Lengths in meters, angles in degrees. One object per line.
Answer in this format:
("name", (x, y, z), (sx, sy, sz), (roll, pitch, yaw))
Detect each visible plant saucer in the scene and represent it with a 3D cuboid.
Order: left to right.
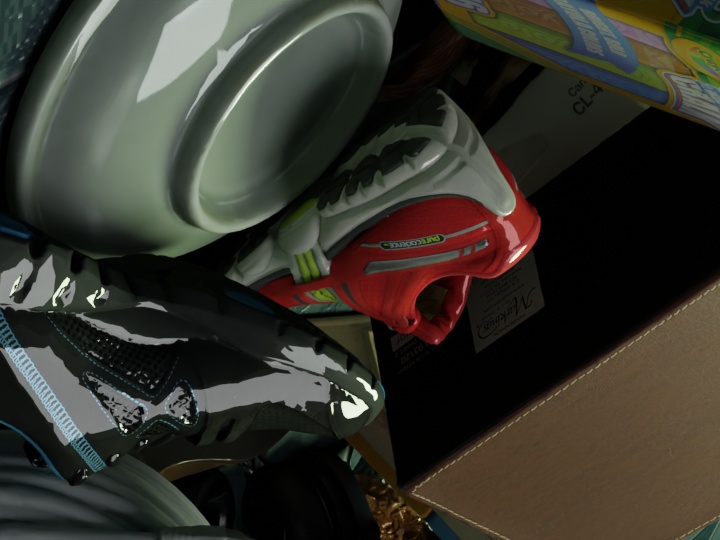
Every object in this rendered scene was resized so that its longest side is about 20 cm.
("plant saucer", (-0.041, -0.069, 0.812), (0.200, 0.050, 0.200), (-41, 158, -20))

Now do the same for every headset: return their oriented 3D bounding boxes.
("headset", (-0.052, 0.128, 0.985), (0.200, 0.123, 0.094), (-93, 180, -65))

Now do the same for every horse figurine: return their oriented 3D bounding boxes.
("horse figurine", (0.087, -0.130, 0.964), (0.200, 0.050, 0.133), (-38, 164, -35))

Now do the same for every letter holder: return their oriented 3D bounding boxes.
("letter holder", (0.128, 0.031, 0.934), (0.200, 0.101, 0.142), (-37, 132, 28))

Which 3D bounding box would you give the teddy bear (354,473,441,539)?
("teddy bear", (0.042, 0.177, 1.105), (0.200, 0.145, 0.067), (45, 66, -41))

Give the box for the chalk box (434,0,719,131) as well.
("chalk box", (0.131, -0.129, 0.808), (0.124, 0.200, 0.124), (-66, 159, -6))

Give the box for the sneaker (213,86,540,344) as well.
("sneaker", (0.000, 0.000, 0.885), (0.077, 0.085, 0.200), (-52, -167, -30))

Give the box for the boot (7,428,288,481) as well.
("boot", (-0.100, 0.067, 0.936), (0.075, 0.074, 0.200), (-29, 177, 36))

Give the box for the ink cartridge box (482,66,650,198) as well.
("ink cartridge box", (0.130, -0.064, 1.049), (0.148, 0.086, 0.200), (-50, 172, 35))

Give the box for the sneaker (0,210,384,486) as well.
("sneaker", (-0.083, 0.036, 0.782), (0.200, 0.073, 0.082), (18, 96, -31))

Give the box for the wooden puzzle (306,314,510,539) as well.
("wooden puzzle", (0.050, 0.091, 1.075), (0.037, 0.185, 0.200), (-50, 160, 14))

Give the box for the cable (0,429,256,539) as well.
("cable", (-0.137, 0.154, 0.820), (0.069, 0.200, 0.200), (-92, -158, -72))

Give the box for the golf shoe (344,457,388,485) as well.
("golf shoe", (0.029, 0.135, 1.222), (0.200, 0.078, 0.097), (-23, 117, -36))
